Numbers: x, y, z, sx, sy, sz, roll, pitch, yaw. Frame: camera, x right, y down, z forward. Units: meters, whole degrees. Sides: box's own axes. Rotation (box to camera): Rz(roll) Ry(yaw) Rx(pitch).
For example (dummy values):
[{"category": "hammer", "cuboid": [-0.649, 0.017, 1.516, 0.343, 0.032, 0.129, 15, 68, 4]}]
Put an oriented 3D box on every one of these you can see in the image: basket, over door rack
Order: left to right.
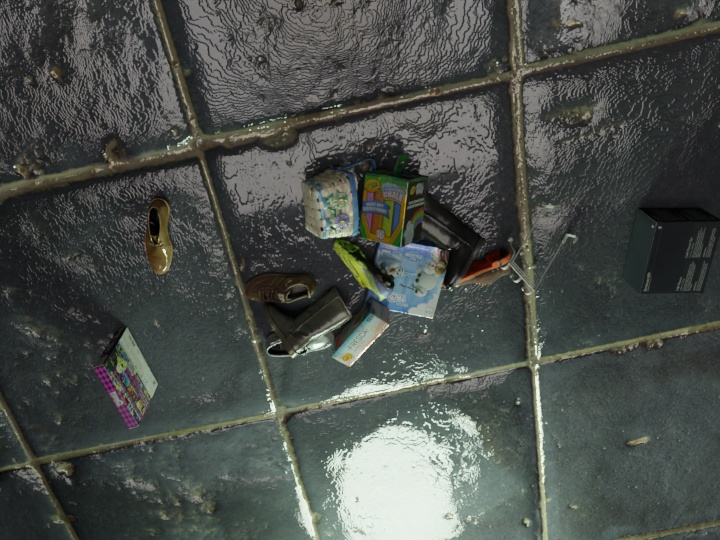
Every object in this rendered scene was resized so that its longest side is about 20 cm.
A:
[{"category": "basket", "cuboid": [-0.040, -0.166, 1.404, 0.196, 0.138, 0.182, -24, 121, -30]}, {"category": "over door rack", "cuboid": [0.456, -0.056, 1.497, 0.147, 0.067, 0.202, 36, 95, -35]}]

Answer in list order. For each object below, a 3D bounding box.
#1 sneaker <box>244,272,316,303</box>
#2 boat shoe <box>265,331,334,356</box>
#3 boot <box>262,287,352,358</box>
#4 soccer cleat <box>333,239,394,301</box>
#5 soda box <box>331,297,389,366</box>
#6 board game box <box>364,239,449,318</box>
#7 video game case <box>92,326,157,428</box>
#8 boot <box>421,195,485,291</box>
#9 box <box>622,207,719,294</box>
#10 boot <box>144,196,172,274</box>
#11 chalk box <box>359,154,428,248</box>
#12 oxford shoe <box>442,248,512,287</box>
[{"category": "sneaker", "cuboid": [-0.214, 0.050, 1.517, 0.193, 0.076, 0.073, -9, 116, 1]}, {"category": "boat shoe", "cuboid": [-0.168, 0.208, 1.593, 0.193, 0.072, 0.072, -6, 116, 0]}, {"category": "boot", "cuboid": [-0.144, 0.111, 1.544, 0.199, 0.073, 0.183, -39, 79, 2]}, {"category": "soccer cleat", "cuboid": [0.000, 0.001, 1.485, 0.199, 0.065, 0.085, 40, 126, 8]}, {"category": "soda box", "cuboid": [-0.002, 0.171, 1.566, 0.067, 0.065, 0.201, 29, 123, -18]}, {"category": "board game box", "cuboid": [0.124, 0.014, 1.536, 0.193, 0.044, 0.205, 10, 114, -6]}, {"category": "video game case", "cuboid": [-0.625, 0.285, 1.545, 0.035, 0.183, 0.205, -16, 116, 5]}, {"category": "boot", "cuboid": [0.193, -0.073, 1.452, 0.197, 0.066, 0.167, 35, 83, -7]}, {"category": "box", "cuboid": [0.812, -0.052, 1.507, 0.175, 0.105, 0.207, -1, 115, -4]}, {"category": "boot", "cuboid": [-0.515, -0.076, 1.446, 0.071, 0.076, 0.206, 5, 115, -7]}, {"category": "chalk box", "cuboid": [0.081, -0.175, 1.375, 0.121, 0.124, 0.207, 14, 108, 26]}, {"category": "oxford shoe", "cuboid": [0.315, 0.016, 1.533, 0.194, 0.072, 0.074, -22, 118, 6]}]
